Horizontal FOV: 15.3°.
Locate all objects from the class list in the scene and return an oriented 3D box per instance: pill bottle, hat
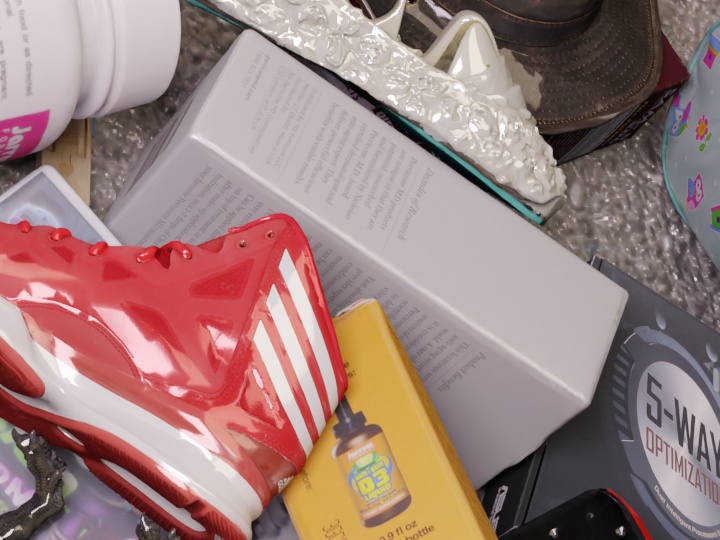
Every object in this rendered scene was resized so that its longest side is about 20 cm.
[{"bbox_3d":[-0.179,-0.091,1.040,0.200,0.113,0.114,-16,72,-29],"label":"pill bottle"},{"bbox_3d":[0.074,-0.164,1.206,0.200,0.081,0.201,17,51,-22],"label":"hat"}]

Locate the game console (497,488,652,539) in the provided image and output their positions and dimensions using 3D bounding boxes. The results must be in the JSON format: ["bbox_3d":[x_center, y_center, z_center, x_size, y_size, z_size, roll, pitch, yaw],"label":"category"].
[{"bbox_3d":[0.049,0.193,0.997,0.200,0.031,0.177,-27,54,-3],"label":"game console"}]

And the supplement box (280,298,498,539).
[{"bbox_3d":[0.020,0.110,0.999,0.200,0.066,0.069,65,6,34],"label":"supplement box"}]

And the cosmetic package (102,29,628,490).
[{"bbox_3d":[0.000,0.000,1.126,0.200,0.101,0.071,35,49,-11],"label":"cosmetic package"}]

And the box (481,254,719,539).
[{"bbox_3d":[0.155,0.110,1.197,0.200,0.044,0.160,32,50,-13],"label":"box"}]

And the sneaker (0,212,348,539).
[{"bbox_3d":[-0.092,0.008,1.010,0.200,0.078,0.116,39,67,4],"label":"sneaker"}]

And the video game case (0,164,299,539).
[{"bbox_3d":[-0.120,0.080,1.042,0.200,0.023,0.182,48,54,1],"label":"video game case"}]

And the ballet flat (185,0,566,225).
[{"bbox_3d":[0.015,-0.094,1.124,0.200,0.072,0.072,33,50,-9],"label":"ballet flat"}]

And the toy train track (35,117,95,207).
[{"bbox_3d":[-0.132,-0.110,1.156,0.114,0.033,0.200,11,65,-28],"label":"toy train track"}]

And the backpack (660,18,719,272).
[{"bbox_3d":[0.231,-0.040,1.254,0.126,0.167,0.200,16,29,-31],"label":"backpack"}]

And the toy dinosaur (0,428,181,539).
[{"bbox_3d":[-0.120,0.114,0.985,0.200,0.047,0.088,40,69,-6],"label":"toy dinosaur"}]

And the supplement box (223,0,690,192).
[{"bbox_3d":[0.048,-0.094,1.239,0.200,0.061,0.109,-22,75,-40],"label":"supplement box"}]
